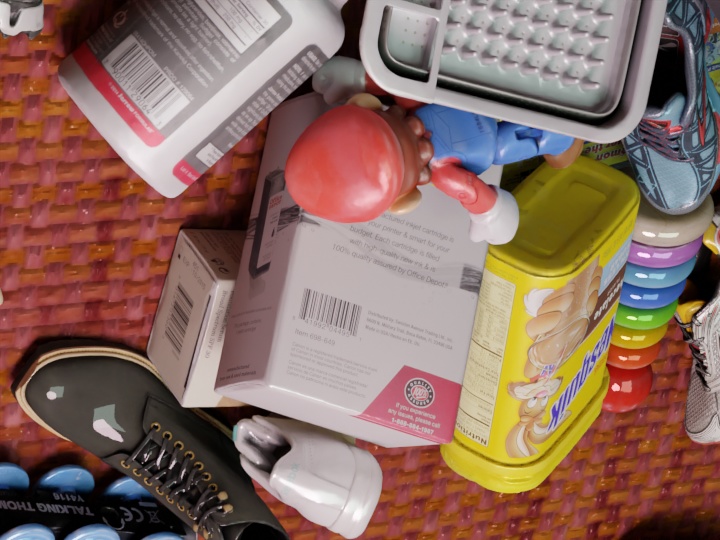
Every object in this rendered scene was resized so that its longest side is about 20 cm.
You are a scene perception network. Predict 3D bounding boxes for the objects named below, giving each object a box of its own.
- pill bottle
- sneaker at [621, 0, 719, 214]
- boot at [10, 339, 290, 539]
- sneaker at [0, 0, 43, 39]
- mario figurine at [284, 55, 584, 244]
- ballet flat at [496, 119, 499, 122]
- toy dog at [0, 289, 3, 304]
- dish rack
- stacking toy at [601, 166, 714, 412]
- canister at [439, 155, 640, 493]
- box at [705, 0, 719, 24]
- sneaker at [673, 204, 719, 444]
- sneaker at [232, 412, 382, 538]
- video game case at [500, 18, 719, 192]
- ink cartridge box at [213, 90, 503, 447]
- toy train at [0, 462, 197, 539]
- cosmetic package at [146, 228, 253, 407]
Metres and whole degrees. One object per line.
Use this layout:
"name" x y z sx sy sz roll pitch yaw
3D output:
"pill bottle" -0.080 -0.149 1.603 0.200 0.111 0.111 -42 132 3
"sneaker" 0.197 -0.116 1.753 0.079 0.096 0.201 4 124 21
"boot" -0.131 0.127 1.749 0.199 0.138 0.078 25 107 -39
"sneaker" -0.260 -0.194 1.502 0.199 0.066 0.091 7 115 -38
"mario figurine" 0.038 -0.078 1.641 0.199 0.123 0.107 -18 131 -27
"ballet flat" 0.063 -0.152 1.709 0.072 0.072 0.201 -36 132 -3
"toy dog" -0.277 -0.023 1.588 0.132 0.096 0.200 -38 132 -2
"dish rack" 0.093 -0.177 1.596 0.199 0.043 0.173 12 88 -23
"stacking toy" 0.199 0.021 1.915 0.085 0.086 0.201 -11 133 -23
"canister" 0.126 0.036 1.823 0.149 0.086 0.201 -44 151 -42
"box" 0.248 -0.269 1.696 0.200 0.044 0.161 49 56 -43
"sneaker" 0.264 0.037 1.965 0.082 0.078 0.202 -5 115 -22
"sneaker" -0.051 0.120 1.770 0.088 0.200 0.076 20 93 -18
"video game case" 0.177 -0.151 1.808 0.199 0.026 0.182 -16 128 -21
"ink cartridge box" 0.000 0.000 1.694 0.145 0.085 0.202 19 75 -27
"toy train" -0.210 0.197 1.795 0.199 0.087 0.115 8 126 -36
"cosmetic package" -0.035 0.033 1.783 0.199 0.071 0.106 0 121 -30
